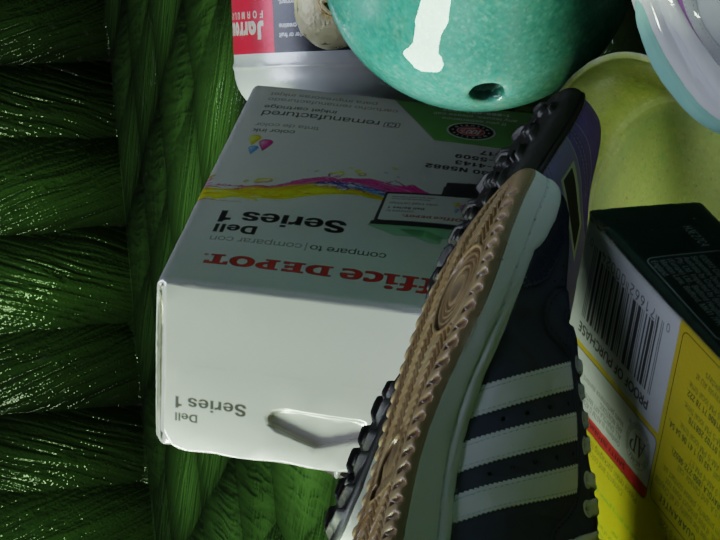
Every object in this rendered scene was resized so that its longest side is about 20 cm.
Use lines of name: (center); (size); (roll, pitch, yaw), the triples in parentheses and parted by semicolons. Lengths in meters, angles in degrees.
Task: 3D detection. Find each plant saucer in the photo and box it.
plant saucer: (0.117, 0.017, 0.810); (0.200, 0.031, 0.202); (175, 90, -68)

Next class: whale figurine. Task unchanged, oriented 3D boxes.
whale figurine: (0.048, -0.129, 0.812); (0.200, 0.158, 0.105); (93, 175, -71)

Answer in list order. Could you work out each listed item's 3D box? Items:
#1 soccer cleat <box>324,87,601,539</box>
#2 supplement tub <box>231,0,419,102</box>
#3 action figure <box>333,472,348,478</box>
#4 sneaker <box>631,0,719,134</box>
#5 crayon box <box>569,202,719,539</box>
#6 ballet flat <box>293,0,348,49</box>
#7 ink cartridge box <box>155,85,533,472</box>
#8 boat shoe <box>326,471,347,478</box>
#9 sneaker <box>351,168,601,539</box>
soccer cleat: (0.056, 0.030, 0.810); (0.068, 0.073, 0.201); (153, 142, -86)
supplement tub: (0.001, -0.156, 1.097); (0.140, 0.139, 0.202); (-159, 67, -76)
action figure: (0.053, 0.114, 0.988); (0.130, 0.069, 0.200); (43, 175, 15)
sneaker: (0.108, -0.139, 0.656); (0.200, 0.078, 0.140); (50, 163, -6)
crayon box: (0.110, 0.094, 0.740); (0.127, 0.050, 0.201); (-126, 37, -51)
ballet flat: (0.028, -0.181, 0.977); (0.200, 0.066, 0.057); (-51, 0, 27)
ink cartridge box: (0.000, 0.000, 0.951); (0.200, 0.144, 0.085); (-71, -14, -59)
boat shoe: (-0.003, 0.077, 1.108); (0.064, 0.200, 0.072); (-21, 46, 33)
sneaker: (0.063, 0.071, 0.714); (0.070, 0.108, 0.201); (133, 157, -65)
